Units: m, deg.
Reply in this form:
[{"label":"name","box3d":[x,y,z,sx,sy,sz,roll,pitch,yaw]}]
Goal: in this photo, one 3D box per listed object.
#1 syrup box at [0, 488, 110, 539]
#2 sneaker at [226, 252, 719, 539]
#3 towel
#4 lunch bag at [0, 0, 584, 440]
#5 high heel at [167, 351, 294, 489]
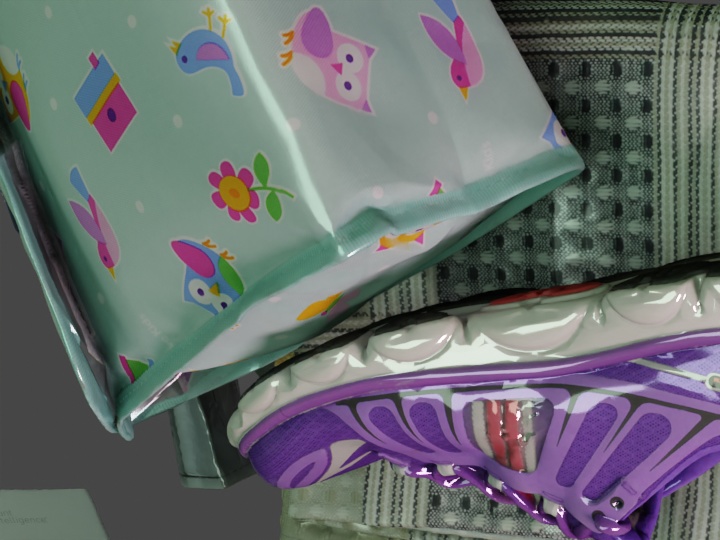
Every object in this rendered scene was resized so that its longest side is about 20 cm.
[{"label":"syrup box","box3d":[-0.113,0.171,0.808,0.200,0.079,0.082,57,134,43]},{"label":"sneaker","box3d":[0.049,0.047,0.666,0.200,0.081,0.084,-10,92,31]},{"label":"towel","box3d":[0.056,0.016,0.717,0.192,0.035,0.201,5,96,29]},{"label":"lunch bag","box3d":[-0.058,-0.052,0.702,0.200,0.122,0.171,-32,81,49]},{"label":"high heel","box3d":[0.000,0.000,0.797,0.200,0.071,0.143,-8,100,31]}]
